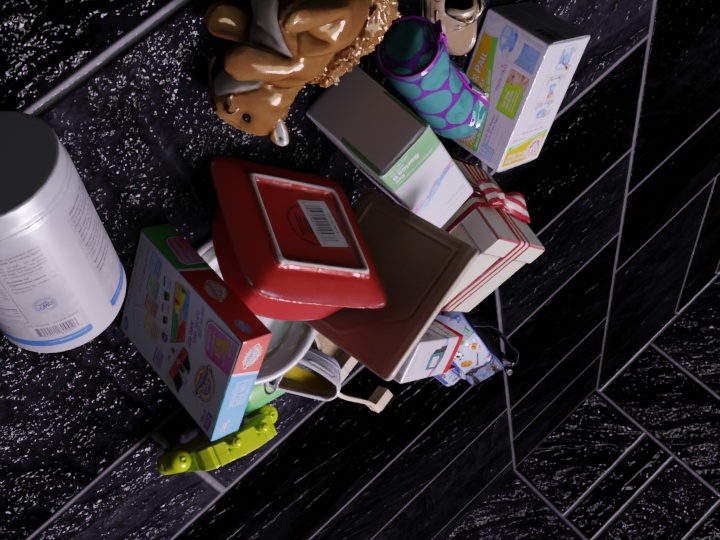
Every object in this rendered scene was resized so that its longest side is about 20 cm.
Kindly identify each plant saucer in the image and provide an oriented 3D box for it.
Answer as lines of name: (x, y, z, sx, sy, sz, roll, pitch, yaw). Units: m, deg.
plant saucer: (-0.147, 0.043, 1.091, 0.199, 0.050, 0.201, -3, 97, -27)

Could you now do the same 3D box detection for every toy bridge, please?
toy bridge: (-0.029, 0.143, 1.250, 0.067, 0.027, 0.200, -51, 123, -21)

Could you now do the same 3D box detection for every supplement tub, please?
supplement tub: (-0.298, -0.028, 0.771, 0.132, 0.132, 0.200, -36, 149, -21)

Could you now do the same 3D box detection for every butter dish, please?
butter dish: (-0.097, -0.012, 1.003, 0.199, 0.200, 0.148, 6, 139, -40)

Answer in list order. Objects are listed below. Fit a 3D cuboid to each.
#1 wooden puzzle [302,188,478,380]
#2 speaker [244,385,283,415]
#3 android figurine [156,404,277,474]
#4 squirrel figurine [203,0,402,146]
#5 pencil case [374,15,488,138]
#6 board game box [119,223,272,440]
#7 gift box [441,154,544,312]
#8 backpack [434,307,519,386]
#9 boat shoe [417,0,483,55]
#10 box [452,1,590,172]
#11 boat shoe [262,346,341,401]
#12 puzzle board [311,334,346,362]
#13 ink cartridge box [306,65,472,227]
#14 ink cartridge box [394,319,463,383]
wooden puzzle: (0.023, 0.013, 1.038, 0.185, 0.200, 0.037, -54, 143, -5)
speaker: (-0.134, 0.143, 1.258, 0.200, 0.088, 0.089, -28, 146, -33)
android figurine: (-0.200, 0.245, 1.240, 0.182, 0.041, 0.200, -24, -179, -35)
squirrel figurine: (-0.060, -0.218, 0.859, 0.200, 0.142, 0.187, -17, 146, -39)
pencil case: (0.095, -0.240, 1.086, 0.092, 0.085, 0.200, -18, 160, 21)
board game box: (-0.191, 0.067, 0.965, 0.040, 0.200, 0.153, -16, 140, -43)
gift box: (0.139, -0.068, 1.279, 0.187, 0.200, 0.184, -42, 159, 24)
backpack: (0.165, 0.106, 1.544, 0.154, 0.200, 0.191, -33, 148, 1)
boat shoe: (0.110, -0.317, 1.035, 0.071, 0.065, 0.200, -46, 152, -1)
box: (0.215, -0.256, 1.206, 0.101, 0.112, 0.200, -22, 142, -41)
boat shoe: (-0.118, 0.132, 1.160, 0.201, 0.086, 0.075, 24, 107, -14)
puzzle board: (-0.033, 0.058, 1.263, 0.200, 0.017, 0.151, -49, 122, -23)
ink cartridge box: (0.042, -0.147, 1.073, 0.088, 0.145, 0.200, -48, 152, 4)
ink cartridge box: (0.070, 0.100, 1.258, 0.200, 0.116, 0.067, 0, 116, -62)
